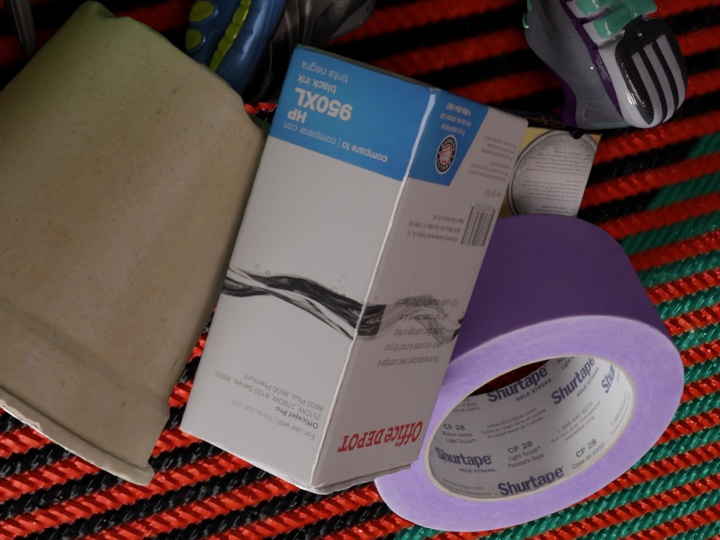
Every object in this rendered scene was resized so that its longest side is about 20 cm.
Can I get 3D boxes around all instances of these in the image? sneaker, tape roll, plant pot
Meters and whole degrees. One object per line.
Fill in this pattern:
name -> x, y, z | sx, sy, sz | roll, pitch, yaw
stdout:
sneaker -> -0.021, -0.178, 0.844 | 0.082, 0.071, 0.201 | 19, 104, -54
tape roll -> 0.090, 0.066, 0.964 | 0.198, 0.085, 0.201 | -12, 138, -11
sneaker -> 0.110, -0.169, 0.903 | 0.074, 0.087, 0.201 | -28, 100, -37
plant pot -> -0.136, -0.024, 0.800 | 0.200, 0.200, 0.184 | 39, 83, -35

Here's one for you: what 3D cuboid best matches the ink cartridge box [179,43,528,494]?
ink cartridge box -> 0.000, 0.000, 0.810 | 0.144, 0.084, 0.202 | 4, 105, -67

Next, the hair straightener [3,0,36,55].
hair straightener -> -0.176, -0.202, 0.772 | 0.076, 0.041, 0.202 | -11, 115, -20

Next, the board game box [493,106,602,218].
board game box -> 0.039, -0.034, 0.956 | 0.198, 0.035, 0.137 | 4, 113, -27
